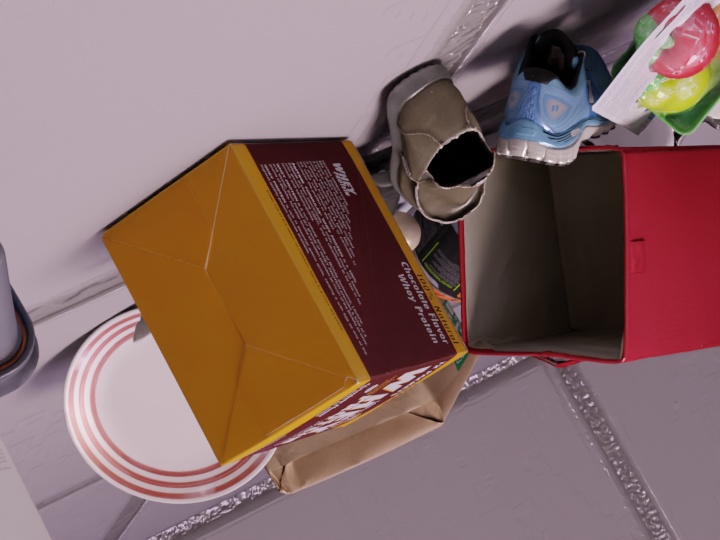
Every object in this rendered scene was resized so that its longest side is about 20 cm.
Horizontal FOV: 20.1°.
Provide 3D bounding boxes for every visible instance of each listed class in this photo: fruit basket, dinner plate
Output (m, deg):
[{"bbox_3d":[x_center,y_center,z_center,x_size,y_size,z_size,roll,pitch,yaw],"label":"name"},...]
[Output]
[{"bbox_3d":[0.258,-0.191,1.618,0.185,0.094,0.200,-51,158,11],"label":"fruit basket"},{"bbox_3d":[-0.166,0.118,1.825,0.200,0.200,0.024,-31,-161,13],"label":"dinner plate"}]

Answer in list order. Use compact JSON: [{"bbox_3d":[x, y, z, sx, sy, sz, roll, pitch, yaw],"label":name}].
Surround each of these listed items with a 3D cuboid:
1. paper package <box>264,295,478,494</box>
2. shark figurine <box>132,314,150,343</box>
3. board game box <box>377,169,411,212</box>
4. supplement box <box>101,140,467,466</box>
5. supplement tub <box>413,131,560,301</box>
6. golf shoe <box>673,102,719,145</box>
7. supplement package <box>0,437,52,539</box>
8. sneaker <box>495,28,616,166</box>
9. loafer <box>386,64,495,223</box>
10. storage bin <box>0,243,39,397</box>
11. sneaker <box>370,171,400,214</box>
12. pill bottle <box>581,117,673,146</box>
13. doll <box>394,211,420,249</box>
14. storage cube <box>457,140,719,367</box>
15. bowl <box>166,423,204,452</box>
[{"bbox_3d":[0.004,0.109,2.006,0.190,0.104,0.200,-25,-169,21],"label":"paper package"},{"bbox_3d":[-0.120,0.032,1.666,0.128,0.090,0.214,-7,176,3],"label":"shark figurine"},{"bbox_3d":[-0.021,-0.051,1.789,0.200,0.026,0.200,-22,168,-33],"label":"board game box"},{"bbox_3d":[-0.053,0.019,1.541,0.133,0.198,0.200,-33,170,24],"label":"supplement box"},{"bbox_3d":[0.118,-0.044,1.935,0.122,0.123,0.200,-25,171,-21],"label":"supplement tub"},{"bbox_3d":[0.268,-0.131,2.006,0.200,0.092,0.073,-33,171,31],"label":"golf shoe"},{"bbox_3d":[-0.381,0.232,1.705,0.147,0.200,0.191,-33,169,24],"label":"supplement package"},{"bbox_3d":[0.165,-0.151,1.624,0.078,0.090,0.200,11,-157,13],"label":"sneaker"},{"bbox_3d":[0.065,-0.083,1.595,0.075,0.070,0.200,-33,154,-4],"label":"loafer"},{"bbox_3d":[-0.284,0.029,1.152,0.200,0.146,0.134,-25,160,-21],"label":"storage bin"},{"bbox_3d":[0.000,0.000,1.715,0.075,0.079,0.200,-20,148,-36],"label":"sneaker"},{"bbox_3d":[0.228,-0.070,1.963,0.112,0.112,0.200,-24,148,-25],"label":"pill bottle"},{"bbox_3d":[-0.033,0.009,1.836,0.200,0.049,0.136,-29,165,0],"label":"doll"},{"bbox_3d":[0.204,-0.021,1.737,0.171,0.200,0.180,2,-176,40],"label":"storage cube"},{"bbox_3d":[-0.130,0.090,1.956,0.199,0.075,0.200,-27,-172,-10],"label":"bowl"}]
